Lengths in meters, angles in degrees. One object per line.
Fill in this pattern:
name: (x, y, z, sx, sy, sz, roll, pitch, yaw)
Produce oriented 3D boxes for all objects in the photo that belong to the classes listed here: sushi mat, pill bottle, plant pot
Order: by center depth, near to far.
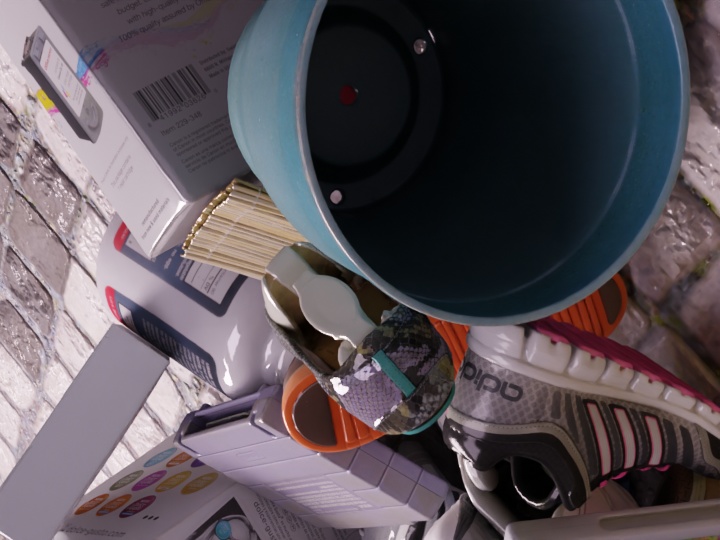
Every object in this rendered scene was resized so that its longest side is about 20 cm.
plant pot: (0.027, -0.085, 0.782, 0.188, 0.199, 0.201, 17, 131, 65)
sushi mat: (0.000, 0.000, 0.921, 0.199, 0.012, 0.096, 18, 152, -16)
pill bottle: (-0.071, 0.024, 1.049, 0.200, 0.119, 0.120, 31, 139, 35)

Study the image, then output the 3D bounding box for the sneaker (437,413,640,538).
sneaker: (0.086, 0.096, 0.887, 0.099, 0.078, 0.200, 35, -168, -43)

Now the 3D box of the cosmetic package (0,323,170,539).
cosmetic package: (-0.193, 0.111, 1.099, 0.052, 0.151, 0.200, 32, 175, -5)

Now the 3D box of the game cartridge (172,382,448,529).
game cartridge: (-0.035, 0.122, 1.005, 0.129, 0.039, 0.200, 28, 161, -15)

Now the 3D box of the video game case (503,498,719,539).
video game case: (0.156, 0.203, 0.850, 0.024, 0.181, 0.201, -110, 19, -52)

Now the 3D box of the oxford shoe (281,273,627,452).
oxford shoe: (0.048, 0.032, 0.878, 0.073, 0.199, 0.072, -103, -6, -64)

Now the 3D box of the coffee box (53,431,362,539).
coffee box: (-0.100, 0.240, 1.194, 0.199, 0.197, 0.201, -8, 111, 55)

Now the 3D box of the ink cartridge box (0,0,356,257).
ink cartridge box: (-0.117, -0.131, 0.954, 0.200, 0.147, 0.086, 54, 147, 8)

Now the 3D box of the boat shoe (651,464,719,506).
boat shoe: (0.194, 0.194, 0.908, 0.076, 0.072, 0.201, 11, 128, 9)

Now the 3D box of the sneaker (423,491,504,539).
sneaker: (0.055, 0.192, 0.923, 0.075, 0.087, 0.200, 53, 168, 22)

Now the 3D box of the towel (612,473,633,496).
towel: (0.121, 0.188, 1.002, 0.111, 0.048, 0.201, 27, 137, 39)

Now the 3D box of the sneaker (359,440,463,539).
sneaker: (0.021, 0.205, 1.100, 0.116, 0.075, 0.201, 59, 135, 52)

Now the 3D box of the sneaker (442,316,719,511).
sneaker: (0.116, 0.082, 0.801, 0.074, 0.199, 0.088, 37, 102, 52)

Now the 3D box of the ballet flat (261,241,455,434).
ballet flat: (-0.014, 0.018, 0.810, 0.200, 0.072, 0.072, 39, 149, 63)
